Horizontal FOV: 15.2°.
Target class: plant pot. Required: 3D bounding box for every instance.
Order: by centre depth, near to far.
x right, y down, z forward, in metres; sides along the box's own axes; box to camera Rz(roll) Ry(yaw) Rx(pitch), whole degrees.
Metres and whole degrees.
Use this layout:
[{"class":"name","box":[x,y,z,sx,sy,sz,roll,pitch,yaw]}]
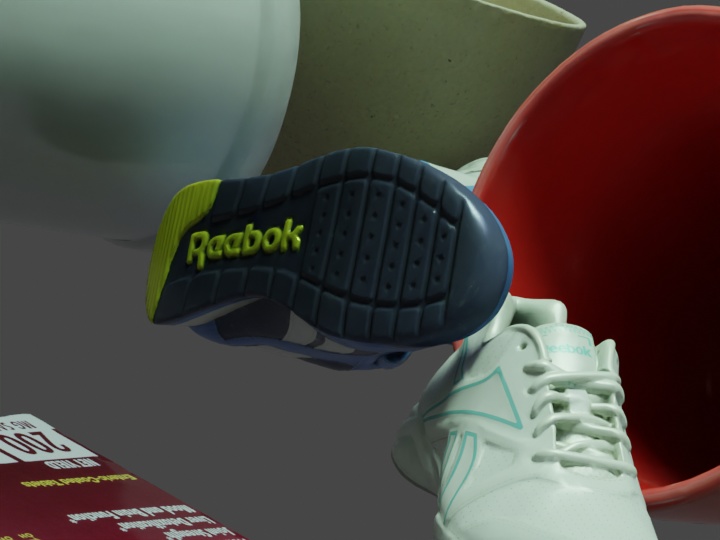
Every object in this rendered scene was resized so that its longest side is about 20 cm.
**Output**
[{"class":"plant pot","box":[0.164,0.016,1.079,0.177,0.201,0.200,23,5,-45]}]

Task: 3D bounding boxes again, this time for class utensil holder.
[{"class":"utensil holder","box":[-0.153,-0.102,1.116,0.200,0.171,0.170,7,16,-41]}]

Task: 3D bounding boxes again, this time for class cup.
[{"class":"cup","box":[0.002,-0.099,1.434,0.200,0.144,0.200,19,11,-4]}]

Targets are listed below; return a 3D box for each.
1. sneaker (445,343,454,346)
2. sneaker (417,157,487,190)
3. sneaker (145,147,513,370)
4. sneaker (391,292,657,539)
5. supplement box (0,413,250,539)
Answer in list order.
[{"class":"sneaker","box":[0.097,0.014,1.243,0.080,0.072,0.200,22,9,33]},{"class":"sneaker","box":[0.032,-0.011,1.273,0.073,0.072,0.200,54,28,12]},{"class":"sneaker","box":[0.000,0.000,1.031,0.082,0.074,0.200,23,-11,-35]},{"class":"sneaker","box":[0.061,0.061,0.926,0.070,0.080,0.200,18,12,-19]},{"class":"supplement box","box":[-0.040,0.101,0.595,0.200,0.061,0.109,27,13,26]}]
